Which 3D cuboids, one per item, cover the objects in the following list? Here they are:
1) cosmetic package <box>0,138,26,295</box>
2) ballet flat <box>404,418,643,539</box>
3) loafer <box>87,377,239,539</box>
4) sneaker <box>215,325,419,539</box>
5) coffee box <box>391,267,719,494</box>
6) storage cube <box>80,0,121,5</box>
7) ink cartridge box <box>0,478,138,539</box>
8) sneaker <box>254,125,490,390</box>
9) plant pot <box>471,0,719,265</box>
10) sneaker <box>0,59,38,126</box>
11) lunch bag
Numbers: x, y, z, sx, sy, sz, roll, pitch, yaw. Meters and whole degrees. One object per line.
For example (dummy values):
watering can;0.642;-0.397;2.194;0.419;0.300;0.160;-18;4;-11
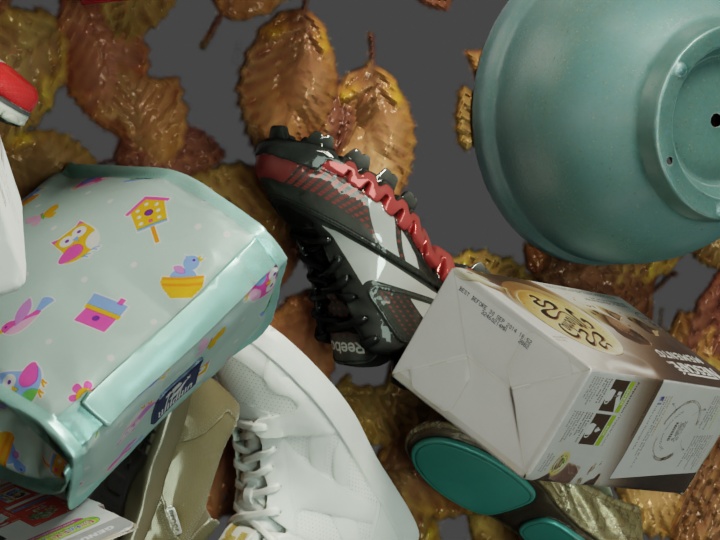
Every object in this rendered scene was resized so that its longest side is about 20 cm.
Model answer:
cosmetic package;-0.283;-0.060;1.463;0.200;0.165;0.165;-17;109;-2
ballet flat;0.104;0.130;1.848;0.200;0.070;0.065;39;49;-33
loafer;-0.119;0.146;1.679;0.067;0.076;0.200;15;102;-31
sneaker;-0.053;0.126;1.731;0.116;0.074;0.200;-45;119;-23
coffee box;0.127;0.068;1.765;0.200;0.113;0.080;11;113;-56
storage cube;-0.056;-0.248;1.607;0.171;0.200;0.180;-14;98;-30
ink cartridge box;-0.228;0.187;1.566;0.200;0.176;0.084;-23;108;-28
sneaker;0.000;0.000;1.748;0.200;0.071;0.098;44;71;-30
plant pot;0.187;-0.095;1.818;0.200;0.134;0.200;-5;100;-32
sneaker;-0.229;-0.157;1.573;0.085;0.077;0.200;-47;119;-11
lunch bag;-0.142;0.033;1.586;0.170;0.200;0.122;-43;117;-22
